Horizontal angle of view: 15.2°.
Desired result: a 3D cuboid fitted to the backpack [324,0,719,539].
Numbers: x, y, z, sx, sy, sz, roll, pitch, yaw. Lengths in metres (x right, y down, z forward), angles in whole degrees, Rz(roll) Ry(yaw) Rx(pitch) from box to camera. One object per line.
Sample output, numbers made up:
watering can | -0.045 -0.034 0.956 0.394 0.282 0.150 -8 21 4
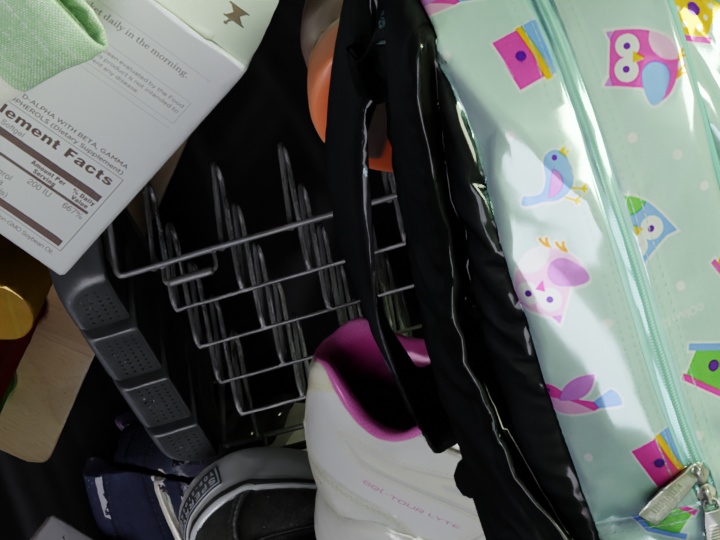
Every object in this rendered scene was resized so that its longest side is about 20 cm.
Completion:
backpack | 0.067 -0.008 0.741 0.126 0.167 0.201 -20 111 -9

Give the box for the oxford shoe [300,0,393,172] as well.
oxford shoe | 0.080 -0.075 0.826 0.199 0.073 0.071 2 128 -11

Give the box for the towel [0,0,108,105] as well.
towel | -0.190 -0.082 0.762 0.200 0.023 0.153 -24 120 32

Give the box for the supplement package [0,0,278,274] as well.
supplement package | -0.121 -0.130 0.819 0.200 0.156 0.111 36 130 -14

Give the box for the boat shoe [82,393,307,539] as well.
boat shoe | -0.034 0.128 1.066 0.092 0.075 0.200 0 127 33

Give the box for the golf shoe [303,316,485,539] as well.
golf shoe | 0.069 0.059 0.867 0.199 0.075 0.092 0 123 24

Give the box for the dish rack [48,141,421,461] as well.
dish rack | 0.000 0.000 0.921 0.199 0.055 0.154 -15 150 6

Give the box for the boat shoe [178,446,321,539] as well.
boat shoe | 0.032 0.110 0.980 0.199 0.064 0.071 4 124 -26

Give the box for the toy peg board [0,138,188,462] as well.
toy peg board | -0.185 -0.012 0.968 0.199 0.098 0.199 24 130 -5

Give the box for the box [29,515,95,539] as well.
box | -0.039 0.185 1.048 0.200 0.036 0.145 29 156 25
